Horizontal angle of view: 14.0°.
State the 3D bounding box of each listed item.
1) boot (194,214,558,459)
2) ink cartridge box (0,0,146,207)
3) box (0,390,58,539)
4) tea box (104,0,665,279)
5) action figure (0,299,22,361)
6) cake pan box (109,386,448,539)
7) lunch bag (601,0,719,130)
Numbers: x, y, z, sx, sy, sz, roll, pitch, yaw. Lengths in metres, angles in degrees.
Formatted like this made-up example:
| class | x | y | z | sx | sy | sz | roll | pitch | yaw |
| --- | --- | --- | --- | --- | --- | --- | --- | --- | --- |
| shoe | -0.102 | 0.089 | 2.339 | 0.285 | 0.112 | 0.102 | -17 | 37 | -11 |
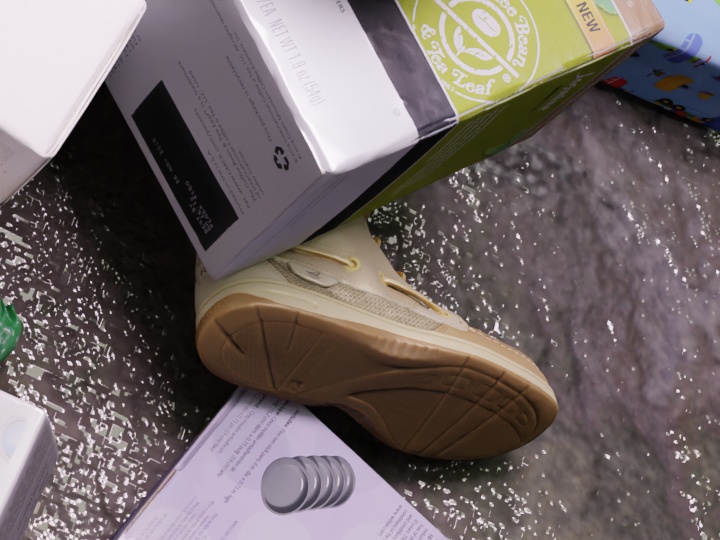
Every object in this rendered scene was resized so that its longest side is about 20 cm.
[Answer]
| class | x | y | z | sx | sy | sz | roll | pitch | yaw |
| --- | --- | --- | --- | --- | --- | --- | --- | --- | --- |
| boot | 0.000 | 0.000 | 1.381 | 0.199 | 0.073 | 0.156 | 19 | 40 | -31 |
| ink cartridge box | -0.190 | -0.101 | 1.253 | 0.146 | 0.200 | 0.083 | 35 | 73 | -10 |
| box | -0.232 | 0.073 | 1.157 | 0.199 | 0.101 | 0.113 | 23 | 76 | 2 |
| tea box | -0.012 | -0.136 | 1.284 | 0.196 | 0.134 | 0.201 | -26 | 83 | -32 |
| action figure | -0.229 | -0.021 | 1.278 | 0.199 | 0.118 | 0.055 | 34 | 77 | -20 |
| cake pan box | -0.038 | 0.174 | 1.309 | 0.184 | 0.052 | 0.200 | 40 | 56 | -4 |
| lunch bag | 0.167 | -0.198 | 1.524 | 0.150 | 0.094 | 0.201 | 21 | 74 | -22 |
